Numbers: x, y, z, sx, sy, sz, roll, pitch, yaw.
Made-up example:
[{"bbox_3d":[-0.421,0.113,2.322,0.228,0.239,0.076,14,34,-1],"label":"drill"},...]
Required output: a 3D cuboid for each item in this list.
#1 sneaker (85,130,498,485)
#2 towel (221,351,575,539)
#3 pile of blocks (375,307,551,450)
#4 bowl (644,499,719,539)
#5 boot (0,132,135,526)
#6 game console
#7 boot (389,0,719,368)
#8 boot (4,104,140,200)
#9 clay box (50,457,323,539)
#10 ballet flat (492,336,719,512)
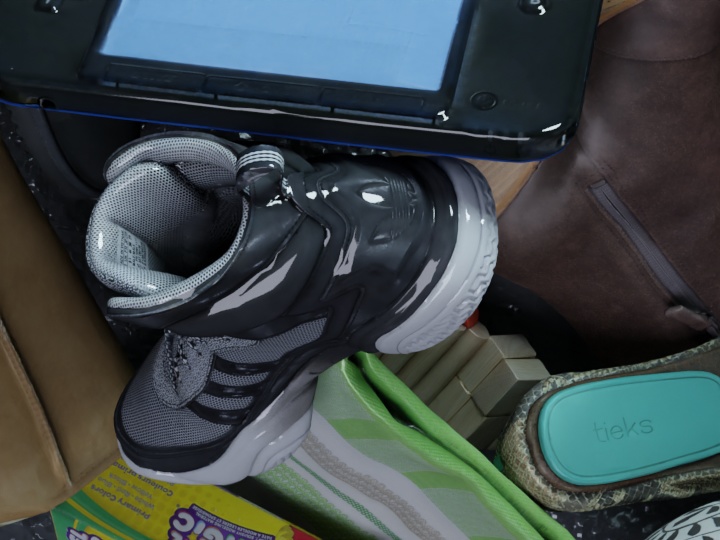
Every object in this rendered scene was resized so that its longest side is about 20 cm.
[{"bbox_3d":[-0.053,0.010,0.751,0.114,0.076,0.200,16,145,-35],"label":"sneaker"},{"bbox_3d":[-0.015,0.088,0.886,0.149,0.031,0.200,41,154,-22],"label":"towel"},{"bbox_3d":[0.000,0.000,0.877,0.200,0.082,0.062,28,122,-22],"label":"pile of blocks"},{"bbox_3d":[0.170,0.147,0.847,0.200,0.094,0.201,8,129,10],"label":"bowl"},{"bbox_3d":[-0.171,0.014,0.804,0.066,0.175,0.201,13,130,47],"label":"boot"},{"bbox_3d":[-0.017,-0.140,0.719,0.199,0.171,0.119,7,137,10],"label":"game console"},{"bbox_3d":[0.123,-0.057,0.835,0.200,0.072,0.166,-35,120,24],"label":"boot"},{"bbox_3d":[-0.043,-0.117,0.832,0.199,0.066,0.165,-11,118,13],"label":"boot"},{"bbox_3d":[-0.054,0.138,0.935,0.200,0.048,0.115,25,152,13],"label":"clay box"},{"bbox_3d":[0.144,0.058,0.870,0.199,0.075,0.068,-8,77,-15],"label":"ballet flat"}]
